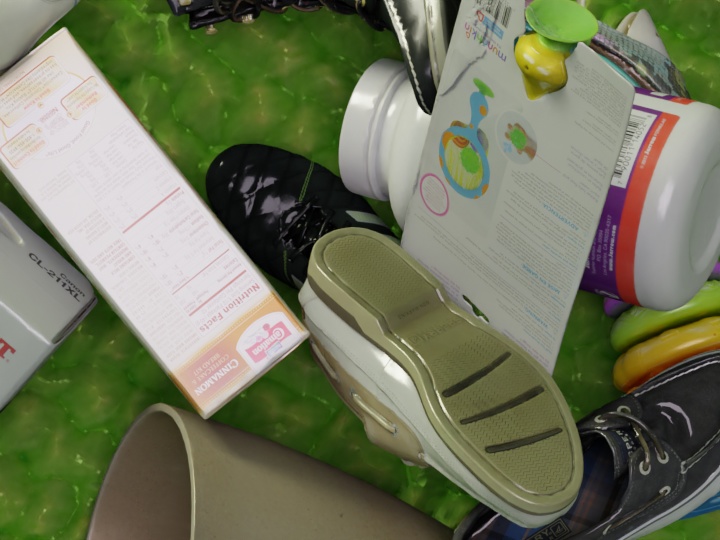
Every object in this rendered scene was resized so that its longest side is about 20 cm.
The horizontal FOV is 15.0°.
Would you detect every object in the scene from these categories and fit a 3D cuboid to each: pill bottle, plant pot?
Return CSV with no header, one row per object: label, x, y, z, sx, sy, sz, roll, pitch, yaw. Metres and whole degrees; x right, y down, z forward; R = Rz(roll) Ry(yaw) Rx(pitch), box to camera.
pill bottle,0.094,-0.054,1.458,0.200,0.112,0.113,16,88,23
plant pot,-0.030,0.179,1.450,0.200,0.187,0.187,12,89,-22

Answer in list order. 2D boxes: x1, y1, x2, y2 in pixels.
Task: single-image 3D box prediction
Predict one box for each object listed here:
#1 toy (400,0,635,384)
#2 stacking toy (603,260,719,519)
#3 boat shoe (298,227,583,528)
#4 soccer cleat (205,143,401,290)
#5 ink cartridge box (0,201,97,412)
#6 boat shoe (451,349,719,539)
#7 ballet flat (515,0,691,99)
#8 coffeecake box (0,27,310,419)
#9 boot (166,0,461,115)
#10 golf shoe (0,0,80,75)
toy,0.087,-0.051,1.359,0.047,0.200,0.115,-27,55,-32
stacking toy,0.175,0.029,1.506,0.116,0.110,0.200,-15,76,-14
boat shoe,0.041,0.064,1.395,0.075,0.068,0.200,-18,52,-32
soccer cleat,0.000,0.000,1.487,0.200,0.081,0.068,41,86,-4
ink cartridge box,-0.259,0.045,1.426,0.146,0.083,0.200,42,111,-3
boat shoe,0.126,0.102,1.402,0.200,0.066,0.070,-33,65,-5
ballet flat,0.118,-0.128,1.510,0.200,0.069,0.071,32,55,-2
coffeecake box,-0.119,-0.024,1.439,0.073,0.154,0.200,-38,94,-4
boot,-0.023,-0.146,1.448,0.154,0.073,0.204,-19,56,10
golf shoe,-0.158,-0.167,1.391,0.097,0.200,0.078,-30,104,35
